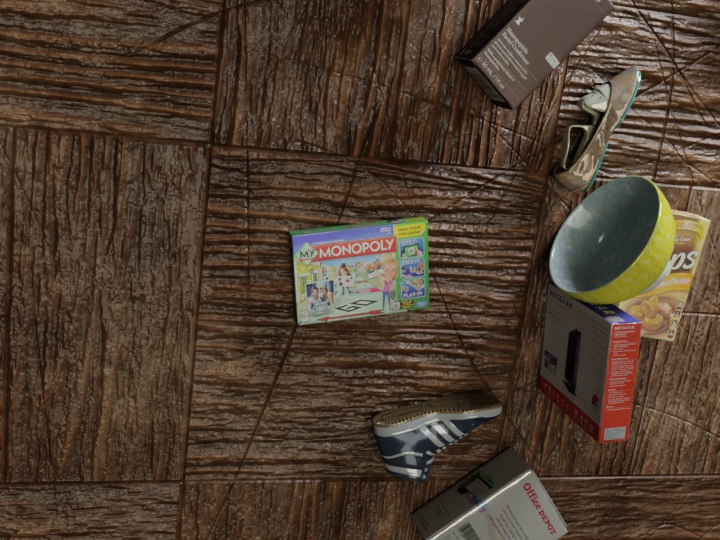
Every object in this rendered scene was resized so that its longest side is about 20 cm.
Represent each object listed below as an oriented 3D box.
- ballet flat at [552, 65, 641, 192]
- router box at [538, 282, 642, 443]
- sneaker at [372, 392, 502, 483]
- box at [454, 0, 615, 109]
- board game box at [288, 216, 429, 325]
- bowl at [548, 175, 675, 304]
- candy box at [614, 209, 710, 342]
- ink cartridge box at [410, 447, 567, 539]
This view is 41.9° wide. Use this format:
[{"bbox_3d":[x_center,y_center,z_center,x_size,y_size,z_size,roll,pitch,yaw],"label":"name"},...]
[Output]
[{"bbox_3d":[0.337,-0.211,1.359,0.067,0.068,0.201,21,98,-13],"label":"ballet flat"},{"bbox_3d":[0.334,0.130,1.389,0.049,0.200,0.180,-2,106,-14],"label":"router box"},{"bbox_3d":[0.123,0.257,1.438,0.199,0.070,0.109,-10,104,-5],"label":"sneaker"},{"bbox_3d":[0.239,-0.327,1.292,0.200,0.075,0.100,-47,112,0],"label":"box"},{"bbox_3d":[0.000,0.000,1.350,0.199,0.029,0.135,-7,109,-13],"label":"board game box"},{"bbox_3d":[0.381,-0.025,1.357,0.108,0.200,0.200,35,95,-25],"label":"bowl"},{"bbox_3d":[0.453,0.002,1.459,0.115,0.055,0.201,9,104,-17],"label":"candy box"},{"bbox_3d":[0.206,0.402,1.499,0.200,0.084,0.145,-33,112,-3],"label":"ink cartridge box"}]
